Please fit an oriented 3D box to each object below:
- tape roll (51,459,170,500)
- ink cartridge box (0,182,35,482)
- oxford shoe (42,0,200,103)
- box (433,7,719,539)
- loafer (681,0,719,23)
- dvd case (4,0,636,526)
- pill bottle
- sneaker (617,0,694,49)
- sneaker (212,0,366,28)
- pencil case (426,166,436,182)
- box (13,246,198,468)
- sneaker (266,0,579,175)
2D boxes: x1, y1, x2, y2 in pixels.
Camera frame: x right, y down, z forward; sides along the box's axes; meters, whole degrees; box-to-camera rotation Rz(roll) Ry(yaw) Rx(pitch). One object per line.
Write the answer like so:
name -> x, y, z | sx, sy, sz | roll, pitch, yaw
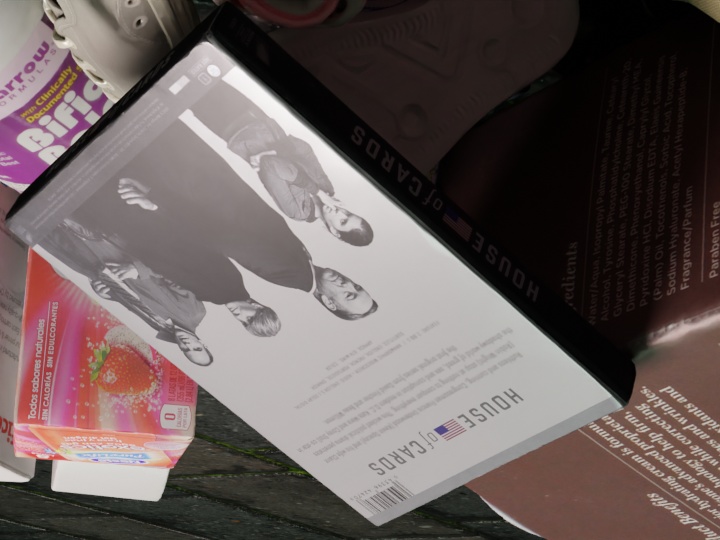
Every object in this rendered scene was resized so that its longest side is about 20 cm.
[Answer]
tape roll -> -0.151, 0.042, 1.031 | 0.070, 0.205, 0.203 | 7, 163, -11
ink cartridge box -> -0.243, 0.012, 0.952 | 0.083, 0.202, 0.146 | 0, 162, 11
oxford shoe -> -0.095, -0.102, 0.655 | 0.057, 0.076, 0.200 | -20, 156, 0
box -> 0.146, 0.012, 0.684 | 0.165, 0.166, 0.199 | 35, 139, -30
loafer -> 0.142, -0.118, 0.582 | 0.199, 0.068, 0.076 | 16, 153, 53
dvd case -> -0.018, 0.009, 0.598 | 0.200, 0.025, 0.150 | 40, 136, -17
pill bottle -> -0.161, -0.107, 0.703 | 0.111, 0.114, 0.200 | -3, 162, 22
sneaker -> 0.135, -0.097, 0.756 | 0.106, 0.076, 0.199 | 24, 145, -37
sneaker -> -0.039, -0.129, 0.622 | 0.074, 0.106, 0.200 | 6, 164, -12
pencil case -> 0.032, -0.036, 0.939 | 0.198, 0.087, 0.083 | 8, -167, -12
box -> -0.135, 0.000, 0.887 | 0.094, 0.202, 0.103 | 5, 164, -11
sneaker -> -0.013, -0.075, 0.699 | 0.199, 0.081, 0.146 | -31, -167, -22
